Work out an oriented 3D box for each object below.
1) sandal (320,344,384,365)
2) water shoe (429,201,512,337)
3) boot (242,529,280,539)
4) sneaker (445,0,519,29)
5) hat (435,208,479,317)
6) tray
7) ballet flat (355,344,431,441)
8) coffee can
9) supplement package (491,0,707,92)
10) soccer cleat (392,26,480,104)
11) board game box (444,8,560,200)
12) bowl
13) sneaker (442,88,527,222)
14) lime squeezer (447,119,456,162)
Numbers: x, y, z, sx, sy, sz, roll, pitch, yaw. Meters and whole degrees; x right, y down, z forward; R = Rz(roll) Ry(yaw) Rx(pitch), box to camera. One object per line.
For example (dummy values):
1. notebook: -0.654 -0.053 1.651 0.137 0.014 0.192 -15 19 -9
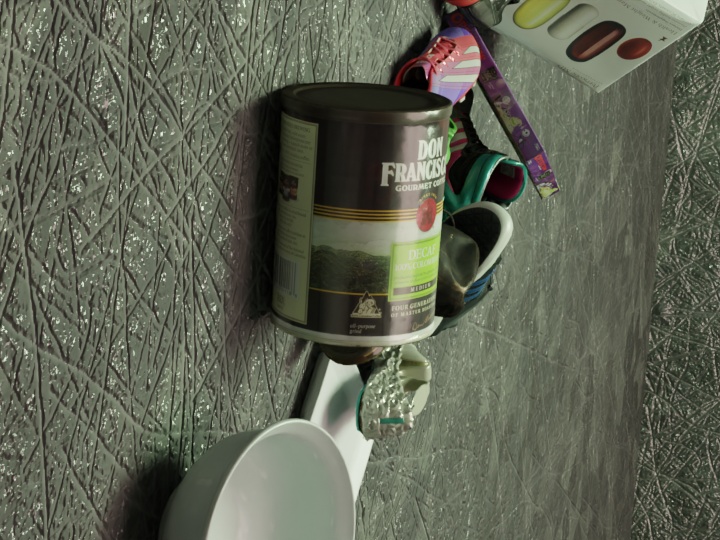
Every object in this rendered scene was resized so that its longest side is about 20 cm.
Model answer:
1. sandal: 0.000 0.000 1.697 0.055 0.081 0.201 48 46 -42
2. water shoe: 0.109 -0.006 1.915 0.079 0.072 0.200 -10 150 -42
3. boot: -0.082 0.314 1.567 0.211 0.079 0.158 59 43 -63
4. sneaker: 0.147 -0.344 1.975 0.098 0.071 0.201 51 48 -39
5. hat: 0.072 0.005 1.811 0.201 0.081 0.201 -156 -90 -89
6. tray: -0.023 0.149 1.775 0.200 0.022 0.108 69 33 -57
7. ballet flat: 0.039 0.115 1.821 0.200 0.071 0.072 -72 164 -65
8. coffee can: -0.001 -0.051 1.549 0.146 0.146 0.201 -35 131 -67
9. supplement package: 0.269 -0.340 2.066 0.200 0.191 0.147 -34 -147 57
10. soccer cleat: 0.074 -0.200 1.861 0.200 0.066 0.077 -62 149 -41
11. board game box: 0.156 -0.183 1.990 0.200 0.032 0.120 64 9 22
12. bowl: -0.095 0.212 1.425 0.201 0.090 0.202 -10 102 -54
13. sneaker: 0.124 -0.122 1.948 0.084 0.120 0.200 74 30 -53
14. lime squeezer: 0.076 -0.133 1.894 0.071 0.038 0.201 120 -11 -61
